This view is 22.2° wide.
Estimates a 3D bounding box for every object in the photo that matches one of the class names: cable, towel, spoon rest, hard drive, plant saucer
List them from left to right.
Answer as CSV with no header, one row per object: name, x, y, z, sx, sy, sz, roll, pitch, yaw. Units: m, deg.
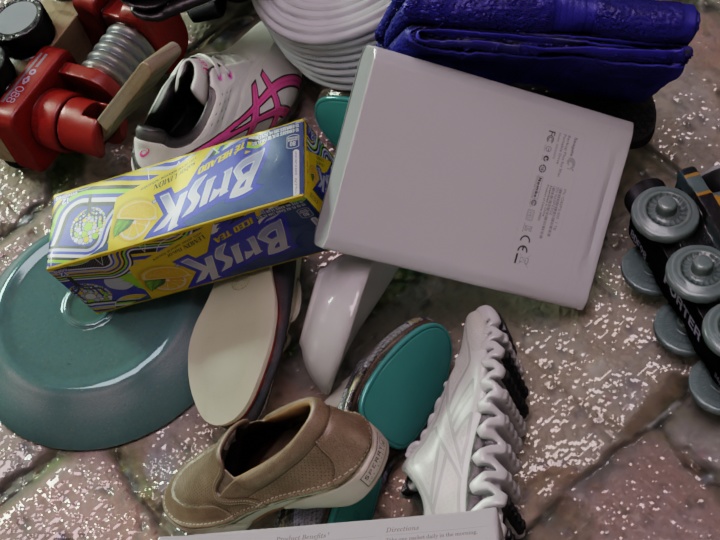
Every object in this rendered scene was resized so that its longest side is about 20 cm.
plant saucer,-0.188,0.032,1.314,0.198,0.036,0.202,-6,56,8
spoon rest,0.000,0.000,1.267,0.060,0.100,0.201,14,44,-3
cable,0.013,-0.231,1.352,0.199,0.069,0.201,-30,47,12
hard drive,0.077,-0.058,1.214,0.026,0.198,0.133,25,101,66
towel,0.112,-0.147,1.228,0.198,0.148,0.050,5,79,-7

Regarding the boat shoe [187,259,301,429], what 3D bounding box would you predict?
boat shoe,-0.073,0.026,1.276,0.071,0.063,0.202,-15,52,24

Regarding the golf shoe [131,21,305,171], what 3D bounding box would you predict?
golf shoe,-0.101,-0.129,1.366,0.072,0.093,0.201,16,52,22

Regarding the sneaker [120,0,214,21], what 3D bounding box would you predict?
sneaker,-0.167,-0.242,1.332,0.199,0.076,0.115,15,37,23

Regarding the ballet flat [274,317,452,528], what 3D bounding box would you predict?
ballet flat,-0.007,0.113,1.204,0.071,0.072,0.201,15,59,21

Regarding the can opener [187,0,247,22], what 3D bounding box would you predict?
can opener,-0.114,-0.292,1.502,0.078,0.064,0.202,-9,55,6

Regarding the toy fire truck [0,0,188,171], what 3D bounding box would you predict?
toy fire truck,-0.186,-0.158,1.370,0.199,0.129,0.177,17,60,31

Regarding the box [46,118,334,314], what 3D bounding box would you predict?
box,-0.111,-0.034,1.248,0.198,0.070,0.065,-16,55,20

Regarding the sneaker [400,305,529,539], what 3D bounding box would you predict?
sneaker,0.065,0.111,1.186,0.080,0.075,0.202,-7,54,18

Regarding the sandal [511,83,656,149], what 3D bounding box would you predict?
sandal,0.131,-0.126,1.349,0.199,0.045,0.075,20,50,31

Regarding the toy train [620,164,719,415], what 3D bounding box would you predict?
toy train,0.250,0.011,1.210,0.113,0.086,0.201,-15,51,-13

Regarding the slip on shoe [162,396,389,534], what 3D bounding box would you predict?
slip on shoe,-0.068,0.121,1.154,0.199,0.060,0.077,-14,45,49

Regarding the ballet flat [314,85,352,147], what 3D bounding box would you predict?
ballet flat,0.057,-0.096,1.333,0.199,0.069,0.067,25,45,33

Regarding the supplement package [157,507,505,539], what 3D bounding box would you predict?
supplement package,-0.006,0.227,1.066,0.198,0.156,0.112,-6,57,9
